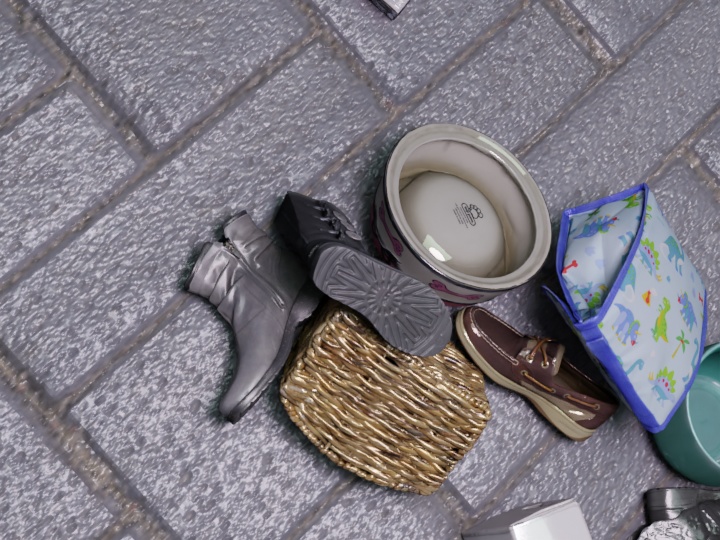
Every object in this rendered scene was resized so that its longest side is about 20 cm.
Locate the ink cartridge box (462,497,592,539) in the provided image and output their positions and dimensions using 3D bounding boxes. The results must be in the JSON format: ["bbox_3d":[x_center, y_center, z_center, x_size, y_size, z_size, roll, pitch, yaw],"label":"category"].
[{"bbox_3d":[0.191,0.338,1.427,0.084,0.146,0.201,-16,82,-19],"label":"ink cartridge box"}]

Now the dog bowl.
[{"bbox_3d":[0.099,-0.051,1.502,0.199,0.074,0.201,14,56,-21],"label":"dog bowl"}]

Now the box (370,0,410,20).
[{"bbox_3d":[0.013,-0.402,1.568,0.200,0.050,0.158,39,88,-6],"label":"box"}]

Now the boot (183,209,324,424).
[{"bbox_3d":[-0.127,0.047,1.443,0.131,0.070,0.201,32,59,-5],"label":"boot"}]

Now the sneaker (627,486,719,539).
[{"bbox_3d":[0.373,0.290,1.546,0.198,0.060,0.105,4,75,-11],"label":"sneaker"}]

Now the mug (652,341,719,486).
[{"bbox_3d":[0.407,0.156,1.555,0.184,0.114,0.153,-4,77,-19],"label":"mug"}]

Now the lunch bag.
[{"bbox_3d":[0.277,0.044,1.481,0.170,0.127,0.201,51,33,-29],"label":"lunch bag"}]

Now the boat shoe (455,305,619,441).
[{"bbox_3d":[0.190,0.097,1.509,0.200,0.072,0.072,41,35,-8],"label":"boat shoe"}]

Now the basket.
[{"bbox_3d":[0.020,0.124,1.467,0.199,0.149,0.143,33,103,-8],"label":"basket"}]

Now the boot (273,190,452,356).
[{"bbox_3d":[-0.001,-0.001,1.427,0.165,0.200,0.066,37,93,-21],"label":"boot"}]
